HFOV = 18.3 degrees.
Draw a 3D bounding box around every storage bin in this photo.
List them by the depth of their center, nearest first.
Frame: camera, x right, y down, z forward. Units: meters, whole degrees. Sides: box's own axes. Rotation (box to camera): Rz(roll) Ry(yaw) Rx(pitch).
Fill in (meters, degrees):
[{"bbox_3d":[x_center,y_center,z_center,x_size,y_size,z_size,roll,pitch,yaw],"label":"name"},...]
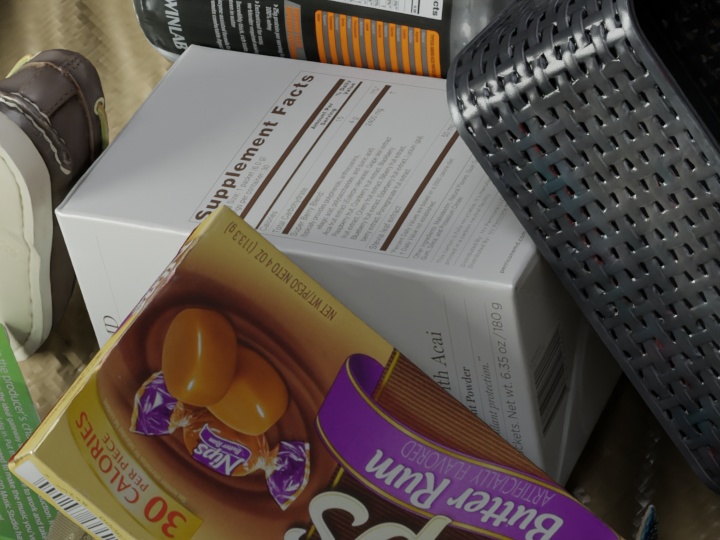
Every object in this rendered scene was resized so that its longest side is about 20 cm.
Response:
[{"bbox_3d":[0.141,-0.034,0.824,0.094,0.200,0.135,-26,14,45],"label":"storage bin"}]

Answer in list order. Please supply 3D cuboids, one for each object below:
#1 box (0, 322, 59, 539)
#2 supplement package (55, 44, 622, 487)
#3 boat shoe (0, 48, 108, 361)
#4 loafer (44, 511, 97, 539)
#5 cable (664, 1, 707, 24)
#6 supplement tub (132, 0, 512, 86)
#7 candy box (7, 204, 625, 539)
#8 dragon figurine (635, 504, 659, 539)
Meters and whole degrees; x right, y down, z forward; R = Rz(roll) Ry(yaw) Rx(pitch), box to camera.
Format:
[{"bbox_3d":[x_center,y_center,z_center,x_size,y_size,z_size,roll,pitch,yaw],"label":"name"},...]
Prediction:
[{"bbox_3d":[-0.217,0.083,0.893,0.199,0.036,0.145,0,44,-32],"label":"box"},{"bbox_3d":[0.000,0.000,0.907,0.199,0.122,0.120,9,44,26],"label":"supplement package"},{"bbox_3d":[-0.144,-0.025,0.961,0.072,0.200,0.060,38,63,10],"label":"boat shoe"},{"bbox_3d":[-0.091,0.135,0.837,0.067,0.076,0.200,-44,19,36],"label":"loafer"},{"bbox_3d":[0.177,-0.087,0.965,0.199,0.051,0.164,-24,49,10],"label":"cable"},{"bbox_3d":[0.012,-0.132,0.956,0.199,0.123,0.123,13,64,19],"label":"supplement tub"},{"bbox_3d":[-0.013,0.087,0.812,0.200,0.056,0.117,40,71,-6],"label":"candy box"},{"bbox_3d":[0.127,0.189,0.796,0.099,0.059,0.201,2,60,21],"label":"dragon figurine"}]
